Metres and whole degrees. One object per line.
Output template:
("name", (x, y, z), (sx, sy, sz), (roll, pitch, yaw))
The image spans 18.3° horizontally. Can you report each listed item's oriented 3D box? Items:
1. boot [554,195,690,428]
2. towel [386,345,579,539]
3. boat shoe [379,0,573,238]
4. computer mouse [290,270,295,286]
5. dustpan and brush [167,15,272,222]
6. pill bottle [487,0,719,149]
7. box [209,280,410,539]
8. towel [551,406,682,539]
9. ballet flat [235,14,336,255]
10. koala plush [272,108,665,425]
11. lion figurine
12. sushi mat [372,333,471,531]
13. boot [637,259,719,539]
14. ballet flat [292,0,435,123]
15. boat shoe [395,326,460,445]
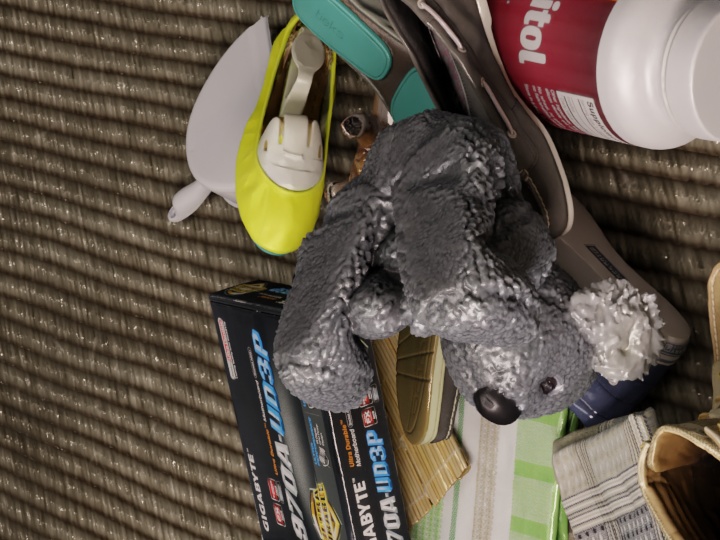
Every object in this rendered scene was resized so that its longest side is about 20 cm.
("boot", (0.125, 0.014, 1.465), (0.200, 0.073, 0.090), (52, 121, 35))
("towel", (0.075, 0.130, 1.567), (0.200, 0.031, 0.149), (14, 103, 46))
("boat shoe", (0.068, -0.102, 1.392), (0.067, 0.057, 0.200), (-8, 109, 57))
("computer mouse", (0.000, 0.000, 1.560), (0.200, 0.034, 0.059), (-27, 83, 62))
("dustpan and brush", (-0.108, -0.092, 1.763), (0.200, 0.057, 0.140), (-34, 55, 37))
("pill bottle", (0.161, -0.138, 1.394), (0.200, 0.113, 0.113), (18, 103, 47))
("box", (-0.035, 0.113, 1.589), (0.159, 0.046, 0.200), (11, 115, 60))
("towel", (0.167, 0.187, 1.369), (0.200, 0.034, 0.193), (134, 120, -75))
("ballet flat", (-0.050, -0.109, 1.626), (0.067, 0.067, 0.200), (118, 163, -55))
("koala plush", (0.079, 0.019, 1.359), (0.177, 0.200, 0.184), (-24, 42, 38))
("lion figurine", (0.028, -0.129, 1.580), (0.072, 0.122, 0.200), (17, 87, 11))
("sushi mat", (0.012, 0.084, 1.600), (0.096, 0.012, 0.200), (-47, 59, 38))
("boot", (0.216, 0.081, 1.291), (0.073, 0.155, 0.200), (-19, 76, 37))
("ballet flat", (0.036, -0.135, 1.487), (0.200, 0.064, 0.067), (49, 139, 11))
("boat shoe", (0.067, 0.021, 1.524), (0.072, 0.066, 0.201), (161, 114, -68))
